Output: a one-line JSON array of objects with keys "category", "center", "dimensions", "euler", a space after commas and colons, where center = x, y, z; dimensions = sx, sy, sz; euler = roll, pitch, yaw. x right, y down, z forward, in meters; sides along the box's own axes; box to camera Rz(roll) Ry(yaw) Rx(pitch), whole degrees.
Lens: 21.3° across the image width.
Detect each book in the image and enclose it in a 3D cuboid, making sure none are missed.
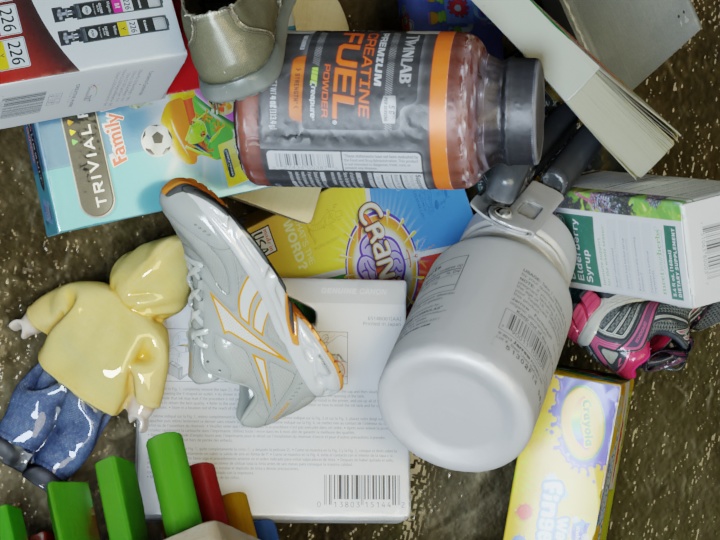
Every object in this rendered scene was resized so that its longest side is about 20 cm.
[{"category": "book", "center": [0.147, -0.148, 1.387], "dimensions": [0.048, 0.134, 0.200], "euler": [-45, 156, 10]}]

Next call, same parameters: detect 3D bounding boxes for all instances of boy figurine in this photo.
[{"category": "boy figurine", "center": [-0.187, 0.057, 1.344], "dimensions": [0.124, 0.064, 0.201], "euler": [30, 82, 12]}]

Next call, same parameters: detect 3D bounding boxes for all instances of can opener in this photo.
[{"category": "can opener", "center": [0.140, -0.086, 1.432], "dimensions": [0.200, 0.053, 0.067], "euler": [-47, 160, -53]}]

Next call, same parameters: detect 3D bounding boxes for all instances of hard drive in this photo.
[{"category": "hard drive", "center": [0.190, -0.249, 1.530], "dimensions": [0.139, 0.033, 0.201], "euler": [-40, 112, -35]}]

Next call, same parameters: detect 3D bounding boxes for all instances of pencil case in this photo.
[{"category": "pencil case", "center": [0.071, -0.181, 1.440], "dimensions": [0.086, 0.078, 0.201], "euler": [-5, 83, -13]}]

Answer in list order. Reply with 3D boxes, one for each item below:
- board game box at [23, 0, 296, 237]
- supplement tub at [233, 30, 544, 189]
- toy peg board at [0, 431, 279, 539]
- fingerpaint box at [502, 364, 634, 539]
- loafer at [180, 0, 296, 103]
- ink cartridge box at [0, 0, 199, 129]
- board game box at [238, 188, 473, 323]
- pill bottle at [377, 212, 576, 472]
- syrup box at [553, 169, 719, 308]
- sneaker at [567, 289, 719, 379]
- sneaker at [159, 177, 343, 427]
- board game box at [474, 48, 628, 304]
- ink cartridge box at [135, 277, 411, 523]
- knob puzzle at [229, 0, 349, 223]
[{"category": "board game box", "center": [-0.136, -0.119, 1.342], "dimensions": [0.199, 0.047, 0.152], "euler": [-14, 93, -20]}, {"category": "supplement tub", "center": [0.021, -0.107, 1.277], "dimensions": [0.199, 0.107, 0.108], "euler": [1, 96, 10]}, {"category": "toy peg board", "center": [-0.148, 0.200, 1.323], "dimensions": [0.199, 0.199, 0.098], "euler": [38, 32, -60]}, {"category": "fingerpaint box", "center": [0.159, 0.178, 1.502], "dimensions": [0.073, 0.167, 0.201], "euler": [10, 91, 11]}, {"category": "loafer", "center": [-0.081, -0.191, 1.257], "dimensions": [0.075, 0.201, 0.070], "euler": [-15, 128, 7]}, {"category": "ink cartridge box", "center": [-0.187, -0.212, 1.267], "dimensions": [0.175, 0.084, 0.201], "euler": [-13, 78, -20]}, {"category": "board game box", "center": [0.000, 0.000, 1.467], "dimensions": [0.199, 0.040, 0.154], "euler": [-28, 108, -23]}, {"category": "pill bottle", "center": [0.093, 0.041, 1.394], "dimensions": [0.115, 0.114, 0.200], "euler": [54, 36, -22]}, {"category": "syrup box", "center": [0.213, -0.027, 1.457], "dimensions": [0.081, 0.200, 0.079], "euler": [-14, 103, -30]}, {"category": "sneaker", "center": [0.250, 0.045, 1.565], "dimensions": [0.199, 0.075, 0.081], "euler": [-15, 140, -42]}, {"category": "sneaker", "center": [-0.093, 0.030, 1.321], "dimensions": [0.092, 0.076, 0.200], "euler": [-34, 115, -4]}, {"category": "board game box", "center": [0.159, -0.081, 1.552], "dimensions": [0.135, 0.028, 0.201], "euler": [-40, 113, -19]}, {"category": "ink cartridge box", "center": [-0.064, 0.095, 1.402], "dimensions": [0.199, 0.045, 0.177], "euler": [2, 79, -8]}, {"category": "knob puzzle", "center": [-0.092, -0.156, 1.400], "dimensions": [0.218, 0.030, 0.221], "euler": [1, 88, -19]}]
